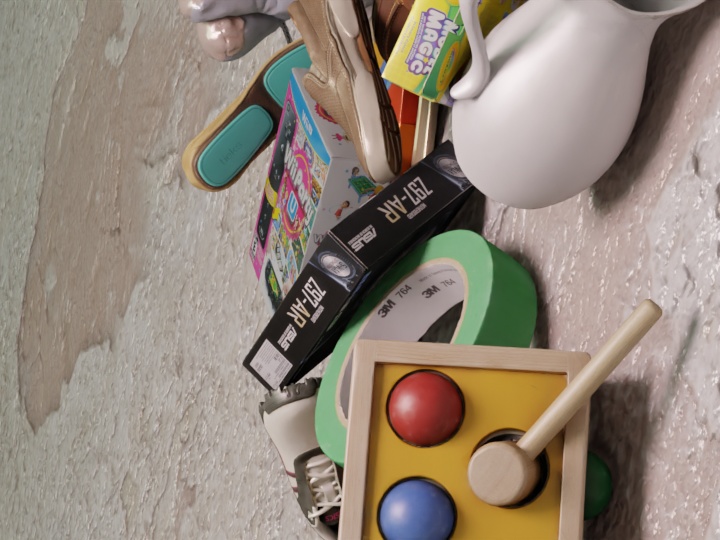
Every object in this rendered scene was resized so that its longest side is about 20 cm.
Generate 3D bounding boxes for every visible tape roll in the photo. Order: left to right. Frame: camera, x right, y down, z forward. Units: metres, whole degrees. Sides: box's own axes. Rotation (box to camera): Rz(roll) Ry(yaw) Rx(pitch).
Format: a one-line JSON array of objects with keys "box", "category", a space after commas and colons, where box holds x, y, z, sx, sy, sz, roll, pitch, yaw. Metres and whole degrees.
[{"box": [0.047, 0.066, 1.654, 0.200, 0.048, 0.201, -41, 28, 28], "category": "tape roll"}]

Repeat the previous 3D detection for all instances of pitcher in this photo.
[{"box": [0.118, -0.139, 1.483, 0.200, 0.171, 0.122, -60, 34, 41], "category": "pitcher"}]

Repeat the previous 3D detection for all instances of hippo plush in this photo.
[{"box": [-0.060, -0.259, 2.027, 0.160, 0.200, 0.160, 7, 59, 44], "category": "hippo plush"}]

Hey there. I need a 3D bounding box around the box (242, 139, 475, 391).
[{"box": [0.000, 0.000, 1.779, 0.160, 0.044, 0.200, -38, -11, -40], "category": "box"}]

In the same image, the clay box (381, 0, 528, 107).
[{"box": [0.073, -0.174, 1.572, 0.115, 0.047, 0.200, -66, -14, 6], "category": "clay box"}]

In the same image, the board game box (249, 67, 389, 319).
[{"box": [-0.037, -0.054, 1.948, 0.148, 0.064, 0.201, -113, 33, -51], "category": "board game box"}]

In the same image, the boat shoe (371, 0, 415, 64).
[{"box": [0.063, -0.226, 1.759, 0.200, 0.072, 0.068, 123, 152, -44], "category": "boat shoe"}]

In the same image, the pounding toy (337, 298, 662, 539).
[{"box": [0.091, 0.118, 1.448, 0.142, 0.199, 0.185, 65, -152, -75], "category": "pounding toy"}]

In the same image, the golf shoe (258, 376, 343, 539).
[{"box": [-0.028, 0.157, 1.820, 0.200, 0.077, 0.088, 71, -178, -56], "category": "golf shoe"}]

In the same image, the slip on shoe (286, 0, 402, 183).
[{"box": [-0.014, -0.149, 1.770, 0.076, 0.060, 0.201, 56, -162, -60], "category": "slip on shoe"}]

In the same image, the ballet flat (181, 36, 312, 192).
[{"box": [-0.087, -0.151, 2.005, 0.200, 0.069, 0.063, -41, 20, -12], "category": "ballet flat"}]

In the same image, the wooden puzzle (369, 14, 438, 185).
[{"box": [0.023, -0.133, 1.927, 0.185, 0.037, 0.201, -160, 80, -70], "category": "wooden puzzle"}]
